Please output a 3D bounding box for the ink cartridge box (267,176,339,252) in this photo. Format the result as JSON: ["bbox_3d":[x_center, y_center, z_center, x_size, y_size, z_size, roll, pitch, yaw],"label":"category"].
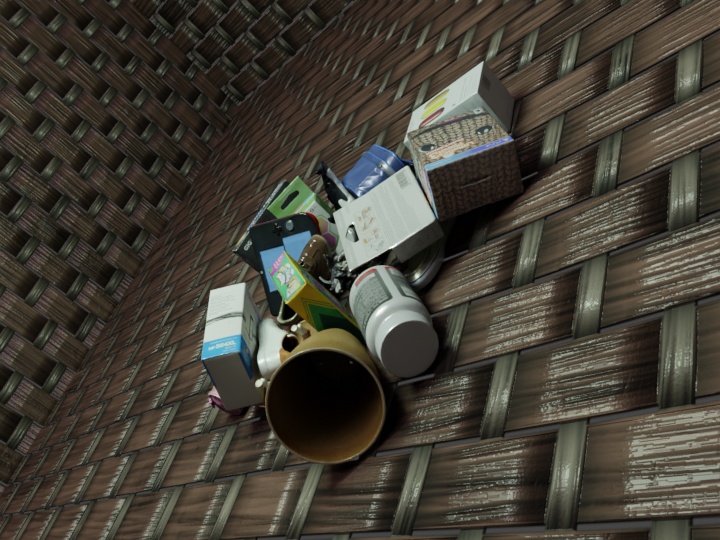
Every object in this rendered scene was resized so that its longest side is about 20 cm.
[{"bbox_3d":[-0.102,-0.095,1.569,0.104,0.200,0.060,-42,19,13],"label":"ink cartridge box"}]

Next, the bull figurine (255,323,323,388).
[{"bbox_3d":[-0.118,0.200,1.281,0.064,0.122,0.203,13,64,34],"label":"bull figurine"}]

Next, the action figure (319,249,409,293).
[{"bbox_3d":[0.000,0.000,1.368,0.197,0.120,0.103,-30,21,25],"label":"action figure"}]

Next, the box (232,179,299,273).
[{"bbox_3d":[-0.158,-0.064,1.625,0.202,0.198,0.049,-55,20,-13],"label":"box"}]

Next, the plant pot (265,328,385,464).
[{"bbox_3d":[-0.048,0.177,1.157,0.186,0.186,0.200,-43,10,13],"label":"plant pot"}]

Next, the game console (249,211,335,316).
[{"bbox_3d":[-0.147,-0.012,1.530,0.172,0.206,0.031,-12,5,24],"label":"game console"}]

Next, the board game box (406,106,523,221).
[{"bbox_3d":[0.181,-0.195,1.275,0.155,0.099,0.201,-19,29,2],"label":"board game box"}]

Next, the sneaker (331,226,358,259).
[{"bbox_3d":[-0.009,-0.030,1.496,0.097,0.072,0.201,-17,-23,-29],"label":"sneaker"}]

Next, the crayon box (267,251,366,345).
[{"bbox_3d":[-0.084,0.063,1.350,0.059,0.172,0.200,-47,24,1],"label":"crayon box"}]

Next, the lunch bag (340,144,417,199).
[{"bbox_3d":[0.057,-0.181,1.494,0.133,0.135,0.200,-49,24,1],"label":"lunch bag"}]

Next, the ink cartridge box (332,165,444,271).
[{"bbox_3d":[0.046,-0.086,1.301,0.173,0.045,0.202,-31,36,10],"label":"ink cartridge box"}]

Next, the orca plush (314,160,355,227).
[{"bbox_3d":[-0.042,-0.130,1.507,0.071,0.201,0.105,-40,31,-2],"label":"orca plush"}]

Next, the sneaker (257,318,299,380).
[{"bbox_3d":[-0.159,0.149,1.424,0.083,0.074,0.201,-21,24,1],"label":"sneaker"}]

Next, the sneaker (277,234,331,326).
[{"bbox_3d":[-0.117,0.027,1.468,0.075,0.069,0.205,-26,-42,-62],"label":"sneaker"}]

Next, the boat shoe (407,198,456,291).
[{"bbox_3d":[0.119,-0.056,1.299,0.071,0.062,0.203,-21,37,47],"label":"boat shoe"}]

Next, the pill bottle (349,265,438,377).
[{"bbox_3d":[0.053,0.081,1.159,0.114,0.113,0.201,-45,24,8],"label":"pill bottle"}]

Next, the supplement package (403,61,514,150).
[{"bbox_3d":[0.199,-0.303,1.450,0.198,0.109,0.116,-29,30,39],"label":"supplement package"}]

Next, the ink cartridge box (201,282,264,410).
[{"bbox_3d":[-0.247,0.148,1.424,0.082,0.149,0.203,-13,39,6],"label":"ink cartridge box"}]

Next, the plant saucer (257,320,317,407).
[{"bbox_3d":[-0.137,0.192,1.428,0.199,0.035,0.202,-40,26,23],"label":"plant saucer"}]

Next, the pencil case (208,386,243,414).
[{"bbox_3d":[-0.253,0.211,1.550,0.086,0.082,0.203,-27,33,56],"label":"pencil case"}]
